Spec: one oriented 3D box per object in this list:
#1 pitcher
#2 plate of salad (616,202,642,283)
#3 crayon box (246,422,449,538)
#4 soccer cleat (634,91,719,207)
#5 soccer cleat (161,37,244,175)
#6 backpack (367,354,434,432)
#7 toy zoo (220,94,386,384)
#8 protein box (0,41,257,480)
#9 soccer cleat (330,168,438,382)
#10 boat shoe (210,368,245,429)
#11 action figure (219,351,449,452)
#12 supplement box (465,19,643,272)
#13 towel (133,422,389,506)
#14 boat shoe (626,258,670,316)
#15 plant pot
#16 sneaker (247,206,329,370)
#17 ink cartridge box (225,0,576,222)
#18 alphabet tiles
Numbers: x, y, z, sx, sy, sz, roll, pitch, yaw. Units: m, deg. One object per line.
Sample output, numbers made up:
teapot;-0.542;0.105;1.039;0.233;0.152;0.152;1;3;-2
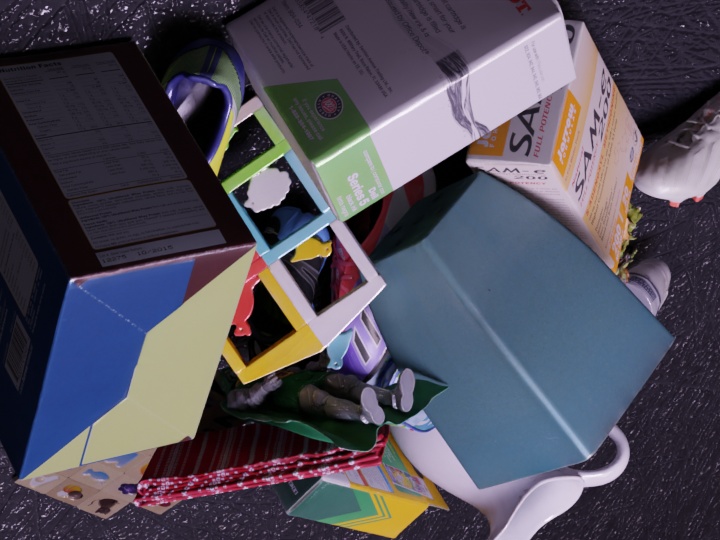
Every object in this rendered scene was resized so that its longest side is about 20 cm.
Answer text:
pitcher;0.128;0.142;1.860;0.171;0.200;0.122;-27;147;-19
plate of salad;0.209;0.002;1.805;0.200;0.048;0.202;21;90;-78
crayon box;-0.019;0.166;1.835;0.052;0.126;0.199;-44;146;18
soccer cleat;0.307;-0.119;1.793;0.199;0.069;0.078;-26;138;-37
soccer cleat;-0.129;-0.066;1.443;0.064;0.084;0.201;17;116;-2
backpack;0.063;0.039;1.745;0.199;0.155;0.163;-29;154;14
toy zoo;-0.072;-0.010;1.521;0.131;0.201;0.020;-34;-173;2
protein box;-0.190;-0.009;1.387;0.134;0.201;0.199;-11;141;-30
soccer cleat;0.000;0.000;1.654;0.073;0.068;0.201;-3;117;-45
boat shoe;-0.137;0.129;1.735;0.062;0.073;0.201;-28;152;-14
action figure;-0.043;0.094;1.585;0.118;0.199;0.055;-20;104;-41
supplement box;0.158;-0.095;1.636;0.073;0.127;0.200;5;159;25
towel;-0.071;0.136;1.610;0.198;0.023;0.145;-11;-169;6
boat shoe;0.233;0.056;1.965;0.070;0.071;0.200;-43;169;-42
plant pot;0.105;0.036;1.576;0.141;0.200;0.141;-23;-159;52
sneaker;-0.069;0.039;1.655;0.083;0.070;0.201;-54;159;-41
ink cartridge box;0.029;-0.152;1.440;0.199;0.146;0.084;-30;148;-3
alphabet tiles;-0.186;0.145;1.700;0.166;0.006;0.200;27;132;-36
